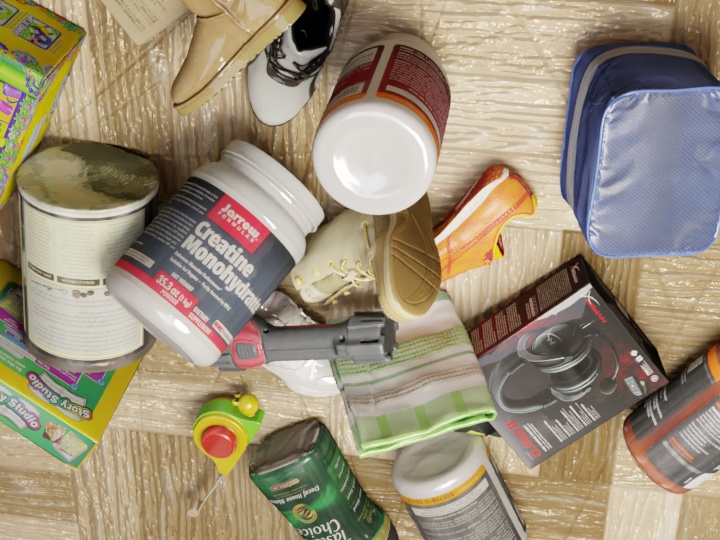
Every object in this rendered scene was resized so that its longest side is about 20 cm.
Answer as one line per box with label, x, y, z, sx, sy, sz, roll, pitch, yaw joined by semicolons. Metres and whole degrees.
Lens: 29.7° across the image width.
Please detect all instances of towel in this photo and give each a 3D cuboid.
towel;0.046;0.099;1.394;0.149;0.200;0.031;-18;126;-1

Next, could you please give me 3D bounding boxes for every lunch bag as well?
lunch bag;0.267;-0.111;1.284;0.135;0.132;0.200;0;121;-7

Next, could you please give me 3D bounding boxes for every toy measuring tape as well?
toy measuring tape;-0.179;0.211;1.608;0.073;0.074;0.200;30;122;-8

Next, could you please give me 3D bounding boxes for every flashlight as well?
flashlight;-0.060;0.069;1.409;0.199;0.068;0.068;-4;158;19

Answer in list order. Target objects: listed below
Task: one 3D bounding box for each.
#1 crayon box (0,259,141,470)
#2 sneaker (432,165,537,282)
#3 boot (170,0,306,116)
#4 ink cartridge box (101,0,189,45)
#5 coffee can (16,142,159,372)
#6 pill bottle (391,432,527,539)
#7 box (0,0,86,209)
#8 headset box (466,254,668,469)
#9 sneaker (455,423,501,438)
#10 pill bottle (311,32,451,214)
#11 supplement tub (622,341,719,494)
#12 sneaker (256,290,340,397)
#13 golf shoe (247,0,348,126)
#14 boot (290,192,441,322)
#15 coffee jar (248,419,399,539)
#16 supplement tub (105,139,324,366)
crayon box;-0.360;0.102;1.514;0.200;0.173;0.058;35;121;-11
sneaker;0.101;-0.020;1.405;0.077;0.073;0.200;41;120;-11
boot;-0.171;-0.263;1.234;0.175;0.066;0.200;-39;106;24
ink cartridge box;-0.203;-0.340;1.269;0.165;0.075;0.200;-29;111;24
coffee can;-0.288;-0.014;1.443;0.146;0.146;0.200;10;123;5
pill bottle;0.124;0.286;1.563;0.116;0.116;0.200;-17;116;20
box;-0.415;-0.187;1.377;0.192;0.122;0.200;29;123;-7
headset box;0.199;0.104;1.443;0.200;0.077;0.149;-35;109;15
sneaker;0.080;0.141;1.501;0.200;0.076;0.076;21;147;-25
pill bottle;0.026;-0.145;1.267;0.113;0.200;0.113;5;122;8
supplement tub;0.379;0.142;1.429;0.107;0.107;0.200;37;122;-12
sneaker;-0.078;0.076;1.491;0.199;0.075;0.100;17;136;0
golf shoe;-0.067;-0.214;1.309;0.078;0.095;0.200;22;124;-4
boot;0.000;0.000;1.367;0.155;0.200;0.073;-35;129;29
coffee jar;-0.039;0.280;1.611;0.104;0.085;0.200;-24;114;23
supplement tub;-0.145;-0.018;1.367;0.140;0.140;0.200;42;78;-15
